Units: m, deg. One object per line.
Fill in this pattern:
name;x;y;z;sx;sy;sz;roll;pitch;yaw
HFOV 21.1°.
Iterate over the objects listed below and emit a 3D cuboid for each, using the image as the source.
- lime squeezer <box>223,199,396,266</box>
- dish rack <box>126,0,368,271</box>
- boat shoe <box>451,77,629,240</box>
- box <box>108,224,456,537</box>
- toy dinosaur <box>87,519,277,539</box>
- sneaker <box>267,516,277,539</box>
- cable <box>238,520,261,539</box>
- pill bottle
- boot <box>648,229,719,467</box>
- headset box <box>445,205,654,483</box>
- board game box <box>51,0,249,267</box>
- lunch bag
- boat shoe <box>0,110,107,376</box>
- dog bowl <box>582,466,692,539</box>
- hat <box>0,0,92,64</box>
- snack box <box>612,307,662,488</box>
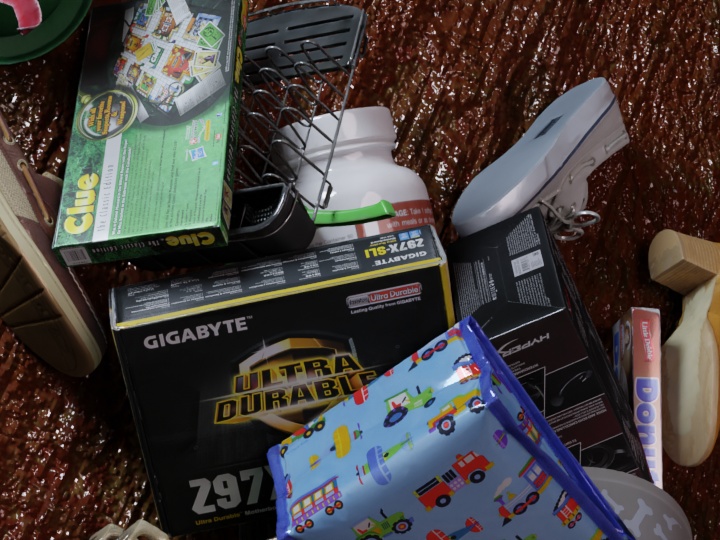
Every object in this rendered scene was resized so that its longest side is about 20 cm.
lime squeezer;-0.053;0.001;1.216;0.038;0.200;0.071;-2;53;-55
dish rack;-0.075;-0.092;1.213;0.055;0.152;0.201;44;51;-44
boat shoe;0.143;-0.058;1.426;0.086;0.074;0.202;58;44;-14
box;-0.039;0.069;1.164;0.198;0.049;0.161;-11;124;-3
toy dinosaur;-0.120;0.197;1.168;0.200;0.058;0.101;-41;106;-11
sneaker;0.017;0.166;1.264;0.199;0.070;0.094;-31;115;-50
cable;-0.071;0.227;1.227;0.096;0.050;0.202;5;65;-28
pill bottle;0.000;0.000;1.274;0.112;0.112;0.202;-9;85;-37
boot;0.289;0.070;1.487;0.143;0.071;0.203;22;54;-34
headset box;0.134;0.082;1.310;0.149;0.077;0.201;-94;160;-61
board game box;-0.125;-0.092;1.175;0.024;0.104;0.201;73;16;-50
lunch bag;0.064;0.155;1.144;0.200;0.150;0.094;51;13;-27
boat shoe;-0.201;-0.033;1.160;0.072;0.072;0.201;-36;96;-35
dog bowl;0.129;0.219;1.267;0.199;0.200;0.059;26;31;-29
hat;-0.186;-0.217;1.141;0.165;0.176;0.202;-9;85;-38
snack box;0.204;0.133;1.421;0.024;0.072;0.202;2;76;-3
